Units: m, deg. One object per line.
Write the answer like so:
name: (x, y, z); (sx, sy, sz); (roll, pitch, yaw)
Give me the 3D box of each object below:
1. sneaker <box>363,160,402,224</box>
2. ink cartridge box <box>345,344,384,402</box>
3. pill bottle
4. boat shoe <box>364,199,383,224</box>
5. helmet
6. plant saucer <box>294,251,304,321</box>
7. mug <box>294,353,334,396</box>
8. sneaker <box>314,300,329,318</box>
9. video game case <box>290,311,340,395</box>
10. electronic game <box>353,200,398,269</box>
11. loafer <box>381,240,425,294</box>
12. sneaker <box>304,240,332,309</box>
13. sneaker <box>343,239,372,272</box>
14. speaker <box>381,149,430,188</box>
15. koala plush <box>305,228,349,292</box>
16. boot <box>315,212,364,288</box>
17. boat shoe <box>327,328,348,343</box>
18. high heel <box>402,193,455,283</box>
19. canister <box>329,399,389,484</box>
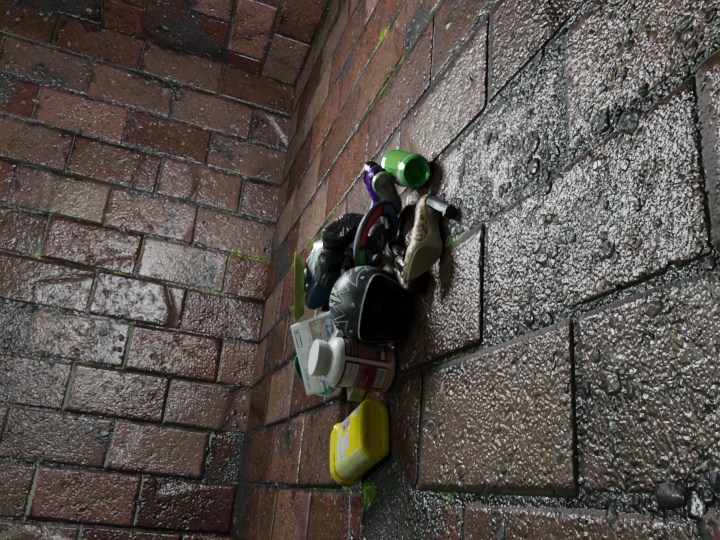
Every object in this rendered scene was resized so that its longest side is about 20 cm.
sneaker: (0.052, -0.213, 1.635); (0.100, 0.069, 0.201); (52, 168, 34)
ink cartridge box: (0.004, 0.225, 1.695); (0.175, 0.043, 0.203); (-105, 31, -54)
pill bottle: (-0.022, 0.226, 1.507); (0.113, 0.196, 0.115); (-167, 90, -73)
boat shoe: (0.038, -0.126, 1.795); (0.071, 0.071, 0.204); (145, 145, -78)
helmet: (0.016, 0.082, 1.493); (0.200, 0.187, 0.204); (-168, 90, -74)
plant saucer: (-0.177, 0.047, 1.803); (0.200, 0.030, 0.205); (-179, 90, -85)
mug: (-0.096, 0.267, 1.816); (0.114, 0.153, 0.185); (-38, -1, -42)
sneaker: (-0.091, 0.125, 1.810); (0.201, 0.074, 0.116); (97, -173, -69)
video game case: (-0.107, 0.229, 1.703); (0.180, 0.023, 0.204); (-22, 79, 41)
electronic game: (0.043, -0.079, 1.587); (0.041, 0.199, 0.204); (19, 100, 28)
loafer: (0.112, -0.022, 1.476); (0.072, 0.072, 0.201); (-66, 30, 23)
sneaker: (-0.121, 0.013, 1.783); (0.080, 0.076, 0.204); (9, 80, 41)
sneaker: (0.000, 0.000, 1.686); (0.071, 0.082, 0.202); (54, 169, 48)
speaker: (0.113, -0.262, 1.590); (0.200, 0.087, 0.090); (-133, 57, -70)
koala plush: (-0.062, -0.019, 1.886); (0.183, 0.175, 0.204); (1, 79, 61)
boot: (-0.051, -0.059, 1.709); (0.210, 0.078, 0.160); (-35, -40, -47)
boat shoe: (-0.033, 0.166, 1.611); (0.201, 0.063, 0.071); (-56, 4, -31)
high heel: (0.132, -0.075, 1.408); (0.202, 0.071, 0.143); (-60, 26, 6)
canister: (-0.003, 0.419, 1.515); (0.201, 0.085, 0.151); (125, 152, -50)
